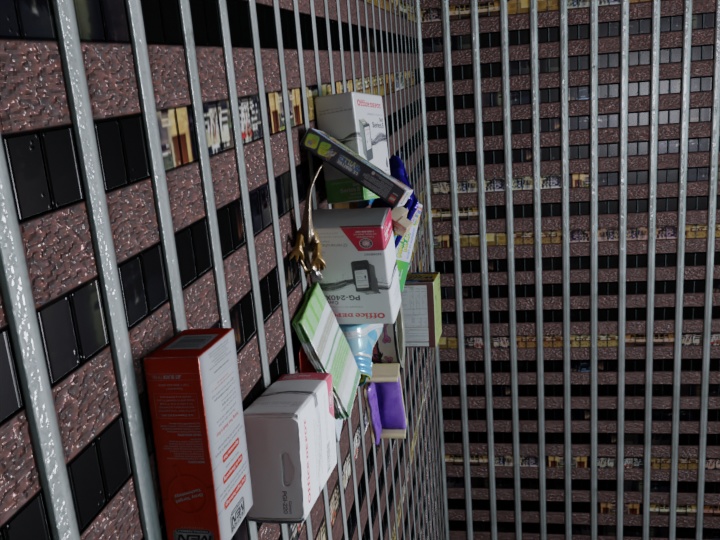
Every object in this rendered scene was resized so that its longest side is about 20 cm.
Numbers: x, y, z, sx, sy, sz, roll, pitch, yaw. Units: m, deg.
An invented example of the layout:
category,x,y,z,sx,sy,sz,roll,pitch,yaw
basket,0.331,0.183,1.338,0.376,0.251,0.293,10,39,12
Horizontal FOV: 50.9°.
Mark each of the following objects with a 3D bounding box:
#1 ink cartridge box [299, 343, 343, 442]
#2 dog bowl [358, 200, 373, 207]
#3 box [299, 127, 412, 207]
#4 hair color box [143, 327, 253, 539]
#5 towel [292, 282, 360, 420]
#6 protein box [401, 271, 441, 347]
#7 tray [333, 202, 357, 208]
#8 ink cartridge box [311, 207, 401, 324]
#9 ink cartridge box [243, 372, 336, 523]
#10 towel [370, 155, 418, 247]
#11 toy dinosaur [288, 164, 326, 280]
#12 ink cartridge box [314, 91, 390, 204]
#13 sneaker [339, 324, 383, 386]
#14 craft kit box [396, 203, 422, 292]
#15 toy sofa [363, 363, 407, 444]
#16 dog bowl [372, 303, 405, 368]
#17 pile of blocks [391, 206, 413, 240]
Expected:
category,x,y,z,sx,sy,sz,roll,pitch,yaw
ink cartridge box,-0.060,0.175,1.334,0.161,0.047,0.202,-76,163,-56
dog bowl,0.003,-0.192,1.720,0.200,0.049,0.113,-68,154,-66
box,-0.004,-0.180,1.328,0.035,0.199,0.110,-57,175,11
hair color box,-0.161,0.169,0.767,0.102,0.061,0.202,-48,134,-75
towel,-0.057,0.138,1.299,0.149,0.030,0.201,-72,141,-64
protein box,0.176,0.119,2.353,0.199,0.134,0.202,-37,125,-76
tray,-0.031,-0.126,1.568,0.099,0.037,0.202,23,65,-78
ink cartridge box,-0.011,-0.005,1.356,0.084,0.144,0.202,-70,156,-58
ink cartridge box,-0.094,0.237,1.045,0.200,0.084,0.147,-39,127,-79
towel,0.070,-0.134,1.578,0.201,0.049,0.149,-97,-156,-57
toy dinosaur,-0.088,-0.058,1.240,0.107,0.060,0.201,-98,-171,-54
ink cartridge box,-0.011,-0.236,1.458,0.145,0.083,0.202,-20,105,-64
sneaker,0.000,0.169,1.578,0.200,0.079,0.132,-5,91,-70
craft kit box,0.057,-0.033,1.648,0.197,0.048,0.202,144,-38,-68
toy sofa,0.064,0.334,1.870,0.098,0.082,0.202,-76,161,-56
dog bowl,0.067,0.149,1.919,0.200,0.073,0.202,-4,90,-82
pile of blocks,0.024,-0.079,1.416,0.062,0.199,0.083,-42,122,-42
